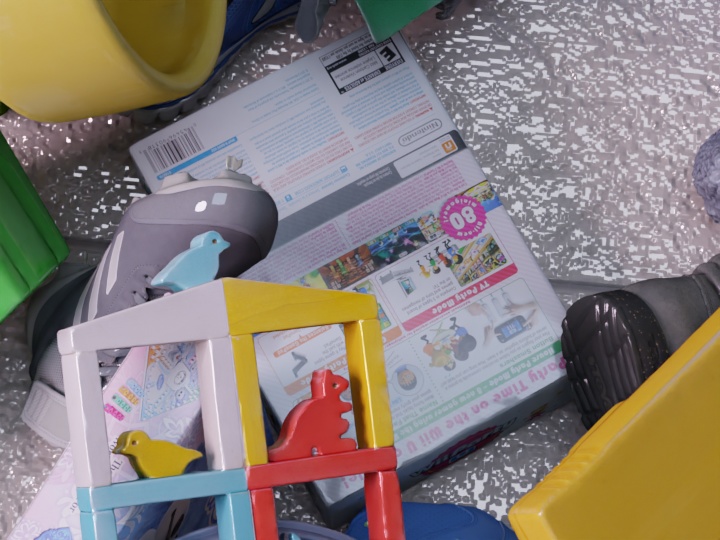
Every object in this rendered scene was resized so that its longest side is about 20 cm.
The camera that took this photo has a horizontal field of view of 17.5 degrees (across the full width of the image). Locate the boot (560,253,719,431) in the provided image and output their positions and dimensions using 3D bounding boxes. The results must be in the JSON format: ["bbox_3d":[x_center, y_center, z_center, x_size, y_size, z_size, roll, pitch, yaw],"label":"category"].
[{"bbox_3d":[0.171,0.089,1.087,0.130,0.068,0.202,-15,100,-34],"label":"boot"}]

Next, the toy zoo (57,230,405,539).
[{"bbox_3d":[-0.047,0.085,0.918,0.130,0.020,0.202,-5,87,-23],"label":"toy zoo"}]

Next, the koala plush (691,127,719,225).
[{"bbox_3d":[0.277,-0.068,1.073,0.184,0.200,0.177,42,76,11],"label":"koala plush"}]

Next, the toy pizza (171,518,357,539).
[{"bbox_3d":[-0.041,0.201,0.939,0.199,0.032,0.202,2,85,-22],"label":"toy pizza"}]

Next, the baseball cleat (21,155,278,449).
[{"bbox_3d":[-0.094,0.027,1.052,0.069,0.200,0.107,12,66,-25],"label":"baseball cleat"}]

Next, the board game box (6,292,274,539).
[{"bbox_3d":[-0.108,0.131,1.007,0.043,0.200,0.200,28,75,12],"label":"board game box"}]

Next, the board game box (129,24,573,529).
[{"bbox_3d":[0.000,0.000,1.121,0.147,0.064,0.201,-27,74,-9],"label":"board game box"}]

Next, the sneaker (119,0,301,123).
[{"bbox_3d":[-0.054,-0.159,1.156,0.078,0.089,0.200,40,73,11],"label":"sneaker"}]

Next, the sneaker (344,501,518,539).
[{"bbox_3d":[0.004,0.162,1.049,0.199,0.076,0.105,-16,31,-32],"label":"sneaker"}]

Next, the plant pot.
[{"bbox_3d":[-0.176,-0.149,0.961,0.188,0.201,0.202,-12,72,16],"label":"plant pot"}]

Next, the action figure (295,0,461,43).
[{"bbox_3d":[0.033,-0.166,1.142,0.199,0.055,0.118,-25,65,-40],"label":"action figure"}]

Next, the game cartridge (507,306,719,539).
[{"bbox_3d":[0.171,0.119,1.033,0.200,0.032,0.177,-38,105,-31],"label":"game cartridge"}]

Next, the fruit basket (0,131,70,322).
[{"bbox_3d":[-0.259,-0.020,1.062,0.214,0.156,0.217,2,104,7],"label":"fruit basket"}]

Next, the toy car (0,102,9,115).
[{"bbox_3d":[-0.200,-0.193,1.095,0.199,0.158,0.165,32,77,-25],"label":"toy car"}]
